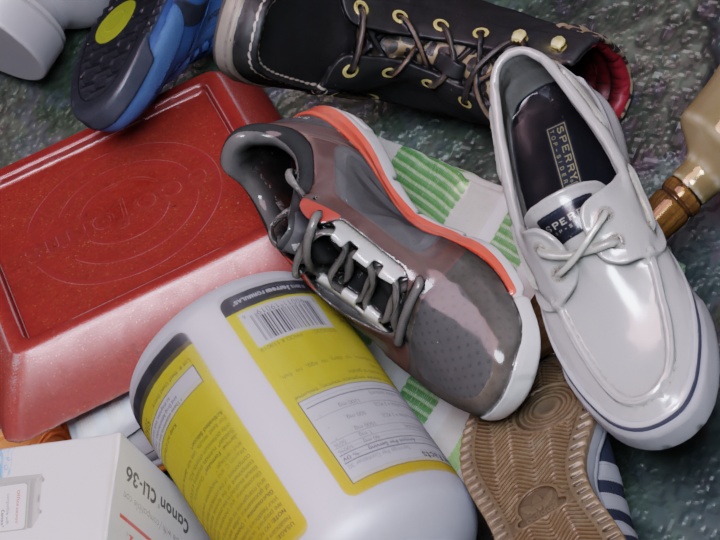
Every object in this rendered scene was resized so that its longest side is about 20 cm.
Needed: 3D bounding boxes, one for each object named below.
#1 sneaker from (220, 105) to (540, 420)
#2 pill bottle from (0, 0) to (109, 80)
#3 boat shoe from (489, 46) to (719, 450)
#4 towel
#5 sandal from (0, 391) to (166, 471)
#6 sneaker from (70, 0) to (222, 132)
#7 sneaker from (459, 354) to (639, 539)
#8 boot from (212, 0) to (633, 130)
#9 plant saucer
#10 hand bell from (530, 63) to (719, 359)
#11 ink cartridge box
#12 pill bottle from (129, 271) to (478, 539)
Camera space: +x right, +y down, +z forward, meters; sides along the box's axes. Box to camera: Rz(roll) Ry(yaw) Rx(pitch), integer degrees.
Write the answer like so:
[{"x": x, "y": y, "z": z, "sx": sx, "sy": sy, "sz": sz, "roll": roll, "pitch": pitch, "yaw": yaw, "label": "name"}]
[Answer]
[{"x": 0.000, "y": 0.000, "z": 1.134, "sx": 0.200, "sy": 0.082, "sz": 0.077, "roll": 46, "pitch": 123, "yaw": 34, "label": "sneaker"}, {"x": -0.168, "y": -0.214, "z": 1.410, "sx": 0.113, "sy": 0.113, "sz": 0.200, "roll": 18, "pitch": 71, "yaw": 33, "label": "pill bottle"}, {"x": 0.101, "y": -0.015, "z": 1.086, "sx": 0.072, "sy": 0.066, "sz": 0.200, "roll": -24, "pitch": 56, "yaw": 19, "label": "boat shoe"}, {"x": 0.043, "y": 0.022, "z": 1.221, "sx": 0.200, "sy": 0.023, "sz": 0.153, "roll": 24, "pitch": 75, "yaw": 33, "label": "towel"}, {"x": -0.146, "y": 0.077, "z": 1.249, "sx": 0.207, "sy": 0.059, "sz": 0.079, "roll": -32, "pitch": 53, "yaw": 11, "label": "sandal"}, {"x": -0.094, "y": -0.137, "z": 1.330, "sx": 0.066, "sy": 0.078, "sz": 0.200, "roll": -21, "pitch": 36, "yaw": 35, "label": "sneaker"}, {"x": 0.104, "y": 0.129, "z": 1.095, "sx": 0.070, "sy": 0.109, "sz": 0.200, "roll": -28, "pitch": 31, "yaw": 11, "label": "sneaker"}, {"x": 0.034, "y": -0.105, "z": 1.209, "sx": 0.150, "sy": 0.200, "sz": 0.073, "roll": 20, "pitch": 99, "yaw": 28, "label": "boot"}, {"x": -0.119, "y": -0.021, "z": 1.266, "sx": 0.199, "sy": 0.037, "sz": 0.200, "roll": -26, "pitch": 39, "yaw": -4, "label": "plant saucer"}, {"x": 0.143, "y": -0.030, "z": 1.147, "sx": 0.200, "sy": 0.104, "sz": 0.104, "roll": -42, "pitch": 52, "yaw": -4, "label": "hand bell"}, {"x": -0.145, "y": 0.137, "z": 1.184, "sx": 0.200, "sy": 0.117, "sz": 0.068, "roll": -8, "pitch": 59, "yaw": 21, "label": "ink cartridge box"}, {"x": -0.016, "y": 0.105, "z": 1.136, "sx": 0.112, "sy": 0.112, "sz": 0.200, "roll": -37, "pitch": 61, "yaw": 2, "label": "pill bottle"}]
